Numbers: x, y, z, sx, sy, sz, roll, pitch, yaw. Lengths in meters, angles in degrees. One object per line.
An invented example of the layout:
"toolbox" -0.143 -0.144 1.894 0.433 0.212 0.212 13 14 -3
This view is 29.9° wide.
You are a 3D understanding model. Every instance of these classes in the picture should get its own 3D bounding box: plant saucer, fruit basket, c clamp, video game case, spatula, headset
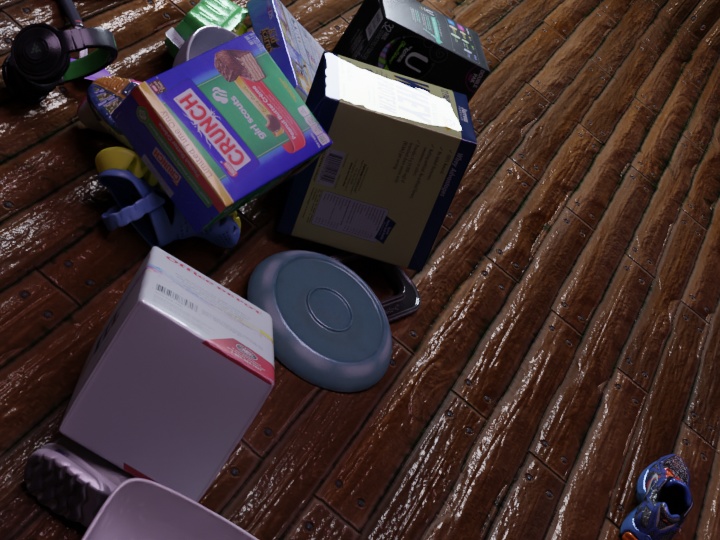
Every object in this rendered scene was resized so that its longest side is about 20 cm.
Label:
"plant saucer" -0.041 0.052 1.601 0.198 0.027 0.202 22 42 -22
"fruit basket" -0.176 -0.284 1.889 0.200 0.093 0.186 48 29 -13
"c clamp" 0.000 0.000 1.743 0.171 0.027 0.199 50 31 8
"video game case" -0.080 -0.270 1.902 0.181 0.045 0.202 44 24 -50
"spatula" -0.364 -0.302 1.757 0.056 0.021 0.201 9 41 -37
"headset" -0.385 -0.254 1.579 0.198 0.123 0.095 -17 84 -27

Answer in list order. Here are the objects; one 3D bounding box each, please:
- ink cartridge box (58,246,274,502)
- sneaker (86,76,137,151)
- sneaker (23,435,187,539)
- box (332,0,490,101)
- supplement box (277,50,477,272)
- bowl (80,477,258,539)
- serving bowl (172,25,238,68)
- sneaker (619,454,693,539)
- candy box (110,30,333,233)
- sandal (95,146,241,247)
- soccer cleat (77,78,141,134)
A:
"ink cartridge box" -0.175 0.093 1.268 0.144 0.146 0.200 31 11 -11
"sneaker" -0.246 -0.145 1.600 0.199 0.088 0.075 38 56 0
"sneaker" -0.200 0.209 1.210 0.199 0.075 0.082 39 32 1
"box" 0.078 -0.328 2.124 0.198 0.149 0.125 23 33 -24
"supplement box" 0.016 -0.137 1.710 0.197 0.202 0.135 16 31 -12
"bowl" -0.161 0.297 1.099 0.198 0.075 0.201 32 53 -10
"serving bowl" -0.171 -0.201 1.690 0.200 0.065 0.202 39 38 -38
"sneaker" 0.392 0.291 1.712 0.075 0.079 0.200 39 31 1
"candy box" -0.155 -0.161 1.543 0.170 0.077 0.199 53 47 1
"sandal" -0.226 -0.063 1.556 0.198 0.079 0.088 24 66 -32
"soccer cleat" -0.256 -0.187 1.673 0.199 0.070 0.087 -8 53 -50
